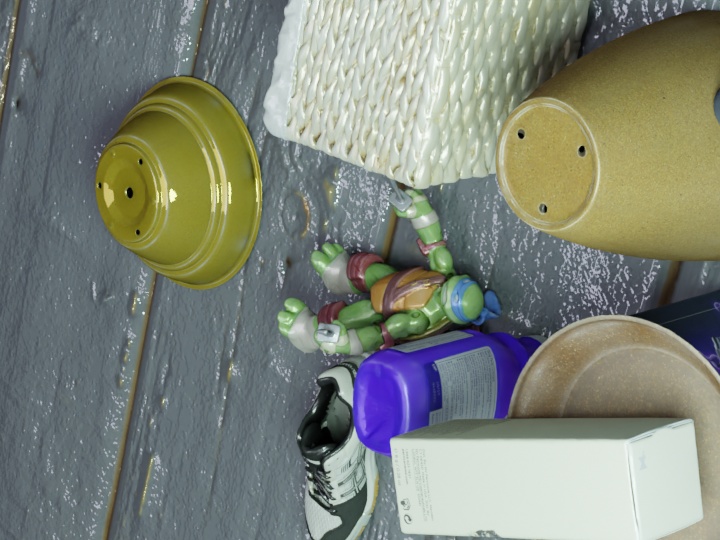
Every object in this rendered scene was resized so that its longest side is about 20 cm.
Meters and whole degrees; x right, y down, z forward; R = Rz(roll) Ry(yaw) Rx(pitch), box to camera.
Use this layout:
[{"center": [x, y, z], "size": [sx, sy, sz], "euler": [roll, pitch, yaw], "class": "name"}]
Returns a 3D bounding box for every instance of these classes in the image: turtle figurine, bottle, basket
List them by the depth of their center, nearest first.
[{"center": [0.057, -0.180, 1.635], "size": [0.160, 0.197, 0.202], "euler": [28, 116, 34], "class": "basket"}, {"center": [0.080, 0.089, 1.661], "size": [0.065, 0.199, 0.084], "euler": [13, 108, 41], "class": "bottle"}, {"center": [0.000, 0.000, 1.750], "size": [0.193, 0.199, 0.146], "euler": [-9, 77, 53], "class": "turtle figurine"}]

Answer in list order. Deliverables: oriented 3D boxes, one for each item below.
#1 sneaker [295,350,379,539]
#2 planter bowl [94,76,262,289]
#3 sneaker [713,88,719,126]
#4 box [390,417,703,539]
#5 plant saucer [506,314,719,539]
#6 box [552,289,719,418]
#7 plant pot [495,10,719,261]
[{"center": [-0.028, 0.161, 1.858], "size": [0.075, 0.087, 0.202], "euler": [30, 119, 34], "class": "sneaker"}, {"center": [-0.188, -0.076, 1.969], "size": [0.199, 0.083, 0.203], "euler": [11, 106, 42], "class": "planter bowl"}, {"center": [0.335, -0.085, 1.435], "size": [0.199, 0.070, 0.082], "euler": [33, 147, 8], "class": "sneaker"}, {"center": [0.119, 0.135, 1.387], "size": [0.199, 0.082, 0.069], "euler": [-3, 95, 44], "class": "box"}, {"center": [0.184, 0.127, 1.404], "size": [0.199, 0.036, 0.203], "euler": [8, 103, 40], "class": "plant saucer"}, {"center": [0.228, 0.102, 1.520], "size": [0.142, 0.199, 0.079], "euler": [54, 129, 20], "class": "box"}, {"center": [0.195, -0.086, 1.518], "size": [0.185, 0.199, 0.188], "euler": [10, 106, 41], "class": "plant pot"}]
